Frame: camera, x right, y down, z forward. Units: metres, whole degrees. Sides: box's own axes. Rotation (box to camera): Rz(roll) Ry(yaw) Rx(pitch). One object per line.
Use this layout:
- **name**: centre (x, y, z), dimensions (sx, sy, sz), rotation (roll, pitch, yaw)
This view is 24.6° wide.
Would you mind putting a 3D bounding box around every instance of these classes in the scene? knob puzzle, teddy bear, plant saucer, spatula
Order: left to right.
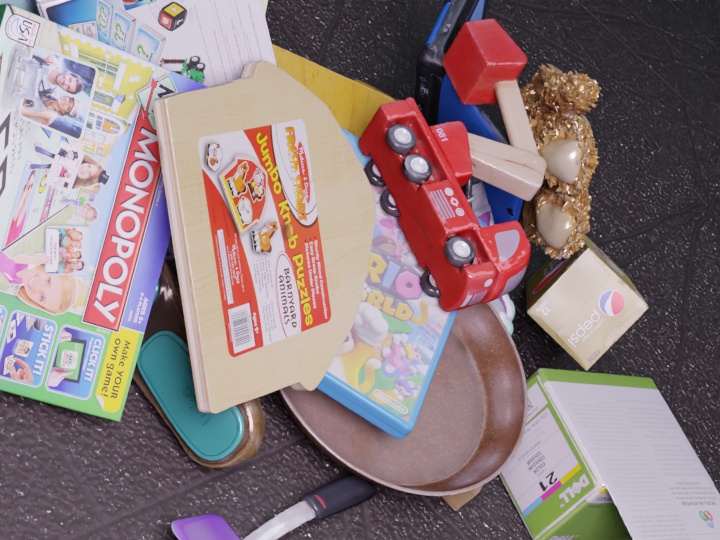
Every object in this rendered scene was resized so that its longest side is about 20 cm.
- **knob puzzle**: centre (-0.054, -0.025, 0.987), dimensions (0.219, 0.030, 0.221), rotation (9, 79, -57)
- **spatula**: centre (-0.042, 0.149, 0.979), dimensions (0.057, 0.021, 0.200), rotation (51, 30, 15)
- **plant saucer**: centre (0.018, 0.063, 1.088), dimensions (0.199, 0.035, 0.201), rotation (17, 50, -21)
- **teddy bear**: centre (0.154, -0.085, 1.260), dimensions (0.066, 0.146, 0.200), rotation (-3, 7, -2)

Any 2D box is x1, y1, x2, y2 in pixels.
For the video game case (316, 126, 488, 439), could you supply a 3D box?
- **video game case**: centre (0.000, 0.000, 1.088), dimensions (0.143, 0.018, 0.200), rotation (33, 45, -8)

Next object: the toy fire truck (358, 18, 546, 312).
- **toy fire truck**: centre (0.077, -0.074, 1.135), dimensions (0.140, 0.049, 0.201), rotation (-14, 65, -30)

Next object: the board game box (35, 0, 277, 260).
- **board game box**: centre (-0.110, -0.102, 0.999), dimensions (0.126, 0.201, 0.035), rotation (-19, 39, -8)

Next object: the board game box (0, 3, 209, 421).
- **board game box**: centre (-0.169, -0.029, 0.915), dimensions (0.134, 0.029, 0.201), rotation (19, 81, -34)

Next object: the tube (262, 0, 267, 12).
- **tube**: centre (-0.121, -0.173, 1.040), dimensions (0.200, 0.058, 0.052), rotation (24, 25, -55)

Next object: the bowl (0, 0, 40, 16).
- **bowl**: centre (-0.270, -0.166, 0.939), dimensions (0.200, 0.105, 0.202), rotation (8, 50, -10)

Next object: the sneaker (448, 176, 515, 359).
- **sneaker**: centre (0.059, -0.032, 1.217), dimensions (0.200, 0.077, 0.140), rotation (-93, 166, -60)

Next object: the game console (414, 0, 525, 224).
- **game console**: centre (0.106, -0.131, 1.317), dimensions (0.118, 0.200, 0.171), rotation (24, 73, 7)

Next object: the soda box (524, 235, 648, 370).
- **soda box**: centre (0.172, 0.019, 1.286), dimensions (0.064, 0.068, 0.200), rotation (44, 8, 1)

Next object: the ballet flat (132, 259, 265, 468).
- **ballet flat**: centre (-0.120, 0.032, 0.999), dimensions (0.200, 0.068, 0.072), rotation (51, 11, 11)

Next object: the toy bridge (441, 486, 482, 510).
- **toy bridge**: centre (0.012, 0.074, 1.131), dimensions (0.200, 0.027, 0.067), rotation (44, 30, 1)

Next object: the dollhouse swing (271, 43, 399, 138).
- **dollhouse swing**: centre (-0.101, -0.102, 1.208), dimensions (0.199, 0.175, 0.183), rotation (19, 79, -36)

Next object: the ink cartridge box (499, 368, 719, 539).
- **ink cartridge box**: centre (0.190, 0.174, 1.174), dimensions (0.147, 0.076, 0.201), rotation (8, 46, -46)
